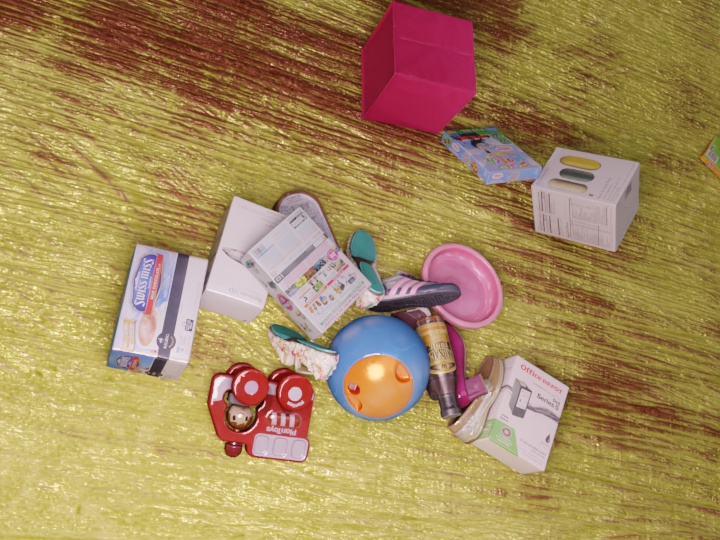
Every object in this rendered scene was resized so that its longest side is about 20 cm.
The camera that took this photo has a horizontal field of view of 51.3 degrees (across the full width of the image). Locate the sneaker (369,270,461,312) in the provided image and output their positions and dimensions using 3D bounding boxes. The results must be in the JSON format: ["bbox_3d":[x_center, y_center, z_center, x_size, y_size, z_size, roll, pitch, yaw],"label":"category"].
[{"bbox_3d":[0.107,0.032,1.548,0.199,0.070,0.082,-5,60,11],"label":"sneaker"}]

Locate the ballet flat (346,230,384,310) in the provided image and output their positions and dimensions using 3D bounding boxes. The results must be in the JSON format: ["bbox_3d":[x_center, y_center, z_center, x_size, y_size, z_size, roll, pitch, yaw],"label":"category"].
[{"bbox_3d":[0.000,0.000,1.536,0.075,0.064,0.200,19,37,-23],"label":"ballet flat"}]

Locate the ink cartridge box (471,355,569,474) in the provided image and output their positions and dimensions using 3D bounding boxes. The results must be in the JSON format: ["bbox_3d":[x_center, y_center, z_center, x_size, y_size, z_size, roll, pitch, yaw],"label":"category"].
[{"bbox_3d":[0.337,0.303,1.584,0.145,0.084,0.200,32,62,-11],"label":"ink cartridge box"}]

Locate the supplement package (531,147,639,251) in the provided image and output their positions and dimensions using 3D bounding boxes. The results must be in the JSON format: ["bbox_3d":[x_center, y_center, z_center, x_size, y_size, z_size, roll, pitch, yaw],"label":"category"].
[{"bbox_3d":[0.526,-0.169,1.750,0.199,0.151,0.152,18,56,32],"label":"supplement package"}]

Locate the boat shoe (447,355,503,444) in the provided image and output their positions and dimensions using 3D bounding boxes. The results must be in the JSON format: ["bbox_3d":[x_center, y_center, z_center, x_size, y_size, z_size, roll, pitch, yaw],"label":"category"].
[{"bbox_3d":[0.240,0.258,1.565,0.066,0.074,0.200,33,61,-15],"label":"boat shoe"}]

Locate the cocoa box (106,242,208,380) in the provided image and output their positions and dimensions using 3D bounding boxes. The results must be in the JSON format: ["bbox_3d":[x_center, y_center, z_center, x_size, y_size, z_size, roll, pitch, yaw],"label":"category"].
[{"bbox_3d":[-0.362,0.075,1.332,0.131,0.133,0.201,14,66,-18],"label":"cocoa box"}]

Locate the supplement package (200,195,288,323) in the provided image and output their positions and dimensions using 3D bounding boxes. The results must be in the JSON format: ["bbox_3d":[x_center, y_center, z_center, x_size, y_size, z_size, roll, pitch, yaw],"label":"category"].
[{"bbox_3d":[-0.227,-0.018,1.436,0.117,0.117,0.201,20,65,-17],"label":"supplement package"}]

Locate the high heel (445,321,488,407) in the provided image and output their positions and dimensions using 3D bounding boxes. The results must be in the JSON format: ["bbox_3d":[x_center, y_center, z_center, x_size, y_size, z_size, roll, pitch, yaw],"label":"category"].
[{"bbox_3d":[0.182,0.193,1.555,0.096,0.068,0.200,-22,46,-3],"label":"high heel"}]

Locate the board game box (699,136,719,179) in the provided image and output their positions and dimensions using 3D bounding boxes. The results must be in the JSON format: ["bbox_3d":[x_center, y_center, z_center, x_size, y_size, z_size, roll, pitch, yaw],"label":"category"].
[{"bbox_3d":[1.068,-0.286,2.156,0.200,0.030,0.096,43,61,-1],"label":"board game box"}]

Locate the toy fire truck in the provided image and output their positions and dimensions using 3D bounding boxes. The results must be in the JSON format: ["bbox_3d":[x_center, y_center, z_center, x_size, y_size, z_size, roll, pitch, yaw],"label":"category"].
[{"bbox_3d":[-0.181,0.261,1.369,0.199,0.112,0.169,10,86,-19],"label":"toy fire truck"}]

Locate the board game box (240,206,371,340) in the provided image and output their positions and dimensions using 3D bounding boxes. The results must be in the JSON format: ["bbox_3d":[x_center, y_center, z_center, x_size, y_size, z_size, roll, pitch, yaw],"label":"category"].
[{"bbox_3d":[-0.100,0.005,1.384,0.200,0.064,0.148,48,60,-2],"label":"board game box"}]

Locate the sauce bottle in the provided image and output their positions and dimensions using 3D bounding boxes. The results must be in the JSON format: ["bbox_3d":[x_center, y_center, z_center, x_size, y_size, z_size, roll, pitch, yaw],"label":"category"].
[{"bbox_3d":[0.157,0.189,1.474,0.066,0.066,0.201,-5,67,-25],"label":"sauce bottle"}]

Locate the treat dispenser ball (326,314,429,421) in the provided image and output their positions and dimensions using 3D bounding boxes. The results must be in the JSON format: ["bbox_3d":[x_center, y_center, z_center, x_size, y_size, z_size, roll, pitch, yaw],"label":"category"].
[{"bbox_3d":[0.032,0.185,1.427,0.200,0.201,0.202,8,68,-21],"label":"treat dispenser ball"}]

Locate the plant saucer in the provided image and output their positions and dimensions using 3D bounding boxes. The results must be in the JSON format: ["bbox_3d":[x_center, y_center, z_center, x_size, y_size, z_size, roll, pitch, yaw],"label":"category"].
[{"bbox_3d":[0.215,0.039,1.637,0.200,0.051,0.201,12,59,-21],"label":"plant saucer"}]

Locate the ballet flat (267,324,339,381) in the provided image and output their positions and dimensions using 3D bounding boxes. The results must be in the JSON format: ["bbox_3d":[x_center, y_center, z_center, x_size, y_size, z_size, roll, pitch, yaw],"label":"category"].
[{"bbox_3d":[-0.118,0.154,1.397,0.075,0.200,0.064,12,94,-39],"label":"ballet flat"}]

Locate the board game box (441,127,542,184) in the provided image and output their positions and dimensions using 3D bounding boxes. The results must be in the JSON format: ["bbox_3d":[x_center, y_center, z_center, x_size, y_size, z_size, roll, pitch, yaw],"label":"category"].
[{"bbox_3d":[0.304,-0.271,1.749,0.151,0.037,0.200,-9,41,-26],"label":"board game box"}]

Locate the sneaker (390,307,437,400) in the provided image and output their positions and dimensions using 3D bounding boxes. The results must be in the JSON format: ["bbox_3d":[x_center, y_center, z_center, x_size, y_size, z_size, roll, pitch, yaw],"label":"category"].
[{"bbox_3d":[0.101,0.175,1.546,0.115,0.076,0.201,-5,68,-14],"label":"sneaker"}]

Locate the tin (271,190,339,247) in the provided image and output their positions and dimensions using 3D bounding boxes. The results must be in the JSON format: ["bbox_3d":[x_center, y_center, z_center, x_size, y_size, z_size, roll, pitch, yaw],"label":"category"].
[{"bbox_3d":[-0.113,-0.072,1.553,0.112,0.042,0.201,-19,80,-24],"label":"tin"}]

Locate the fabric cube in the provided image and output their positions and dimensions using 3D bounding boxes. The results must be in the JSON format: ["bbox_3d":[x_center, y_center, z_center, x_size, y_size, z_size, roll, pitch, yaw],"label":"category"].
[{"bbox_3d":[0.127,-0.457,1.709,0.199,0.196,0.201,7,69,-19],"label":"fabric cube"}]
